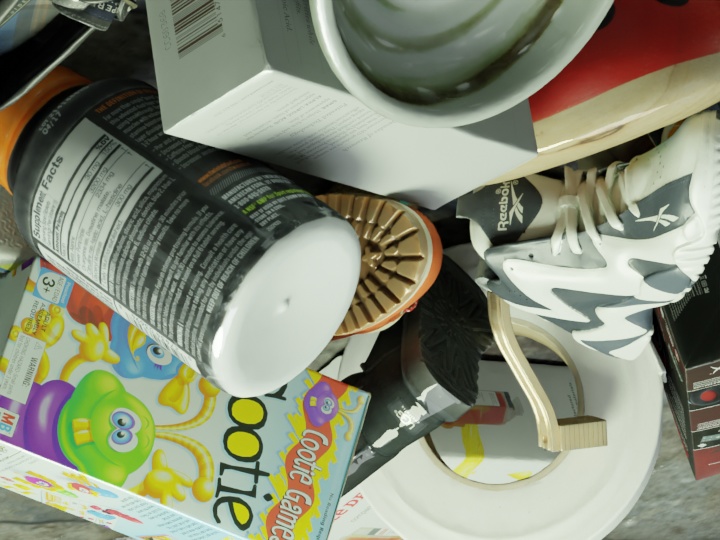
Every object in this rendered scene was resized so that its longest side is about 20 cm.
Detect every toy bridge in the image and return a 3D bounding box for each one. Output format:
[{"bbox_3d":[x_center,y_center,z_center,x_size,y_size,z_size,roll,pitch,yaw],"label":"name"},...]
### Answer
[{"bbox_3d":[0.108,0.007,1.724,0.067,0.201,0.027,-6,-170,-21],"label":"toy bridge"}]

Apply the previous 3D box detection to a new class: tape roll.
[{"bbox_3d":[0.087,0.084,1.805,0.202,0.203,0.071,-18,170,4],"label":"tape roll"}]

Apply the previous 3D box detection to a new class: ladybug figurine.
[{"bbox_3d":[0.122,-0.106,1.586,0.199,0.072,0.136,-20,-171,10],"label":"ladybug figurine"}]

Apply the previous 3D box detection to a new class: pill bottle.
[{"bbox_3d":[-0.103,-0.029,1.497,0.106,0.200,0.106,-36,145,-30],"label":"pill bottle"}]

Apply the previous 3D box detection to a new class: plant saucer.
[{"bbox_3d":[0.047,-0.169,1.420,0.200,0.050,0.201,-20,126,-30],"label":"plant saucer"}]

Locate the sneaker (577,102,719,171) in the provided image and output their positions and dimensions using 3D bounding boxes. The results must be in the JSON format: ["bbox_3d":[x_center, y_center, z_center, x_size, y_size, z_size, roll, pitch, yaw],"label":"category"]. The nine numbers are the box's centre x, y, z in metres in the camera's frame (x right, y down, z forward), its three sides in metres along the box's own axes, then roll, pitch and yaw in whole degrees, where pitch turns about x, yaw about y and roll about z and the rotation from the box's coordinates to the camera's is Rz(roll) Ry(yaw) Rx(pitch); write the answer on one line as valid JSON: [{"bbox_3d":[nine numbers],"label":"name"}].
[{"bbox_3d":[0.206,-0.098,1.657,0.079,0.079,0.200,24,122,-34],"label":"sneaker"}]

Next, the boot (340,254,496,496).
[{"bbox_3d":[-0.017,0.088,1.739,0.200,0.165,0.066,-40,101,23],"label":"boot"}]

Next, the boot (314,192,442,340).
[{"bbox_3d":[0.000,0.000,1.608,0.107,0.075,0.200,-7,172,-35],"label":"boot"}]

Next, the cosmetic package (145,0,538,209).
[{"bbox_3d":[-0.009,-0.110,1.485,0.200,0.113,0.081,11,150,-44],"label":"cosmetic package"}]

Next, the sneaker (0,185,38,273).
[{"bbox_3d":[-0.144,-0.011,1.650,0.199,0.076,0.105,-2,151,-27],"label":"sneaker"}]

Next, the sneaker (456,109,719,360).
[{"bbox_3d":[0.122,-0.032,1.626,0.129,0.080,0.199,16,151,-6],"label":"sneaker"}]

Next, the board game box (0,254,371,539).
[{"bbox_3d":[-0.114,0.083,1.586,0.200,0.103,0.105,23,162,-18],"label":"board game box"}]

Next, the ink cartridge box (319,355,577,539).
[{"bbox_3d":[0.041,0.128,2.005,0.199,0.084,0.145,6,146,-36],"label":"ink cartridge box"}]

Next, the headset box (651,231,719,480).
[{"bbox_3d":[0.218,0.029,1.839,0.075,0.149,0.200,-16,154,1],"label":"headset box"}]

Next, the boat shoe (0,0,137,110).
[{"bbox_3d":[-0.136,-0.140,1.415,0.200,0.066,0.070,-34,148,32],"label":"boat shoe"}]

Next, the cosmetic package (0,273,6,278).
[{"bbox_3d":[-0.266,0.015,1.638,0.200,0.074,0.102,15,141,-44],"label":"cosmetic package"}]

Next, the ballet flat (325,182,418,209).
[{"bbox_3d":[-0.030,0.012,1.754,0.068,0.073,0.200,21,138,-30],"label":"ballet flat"}]
